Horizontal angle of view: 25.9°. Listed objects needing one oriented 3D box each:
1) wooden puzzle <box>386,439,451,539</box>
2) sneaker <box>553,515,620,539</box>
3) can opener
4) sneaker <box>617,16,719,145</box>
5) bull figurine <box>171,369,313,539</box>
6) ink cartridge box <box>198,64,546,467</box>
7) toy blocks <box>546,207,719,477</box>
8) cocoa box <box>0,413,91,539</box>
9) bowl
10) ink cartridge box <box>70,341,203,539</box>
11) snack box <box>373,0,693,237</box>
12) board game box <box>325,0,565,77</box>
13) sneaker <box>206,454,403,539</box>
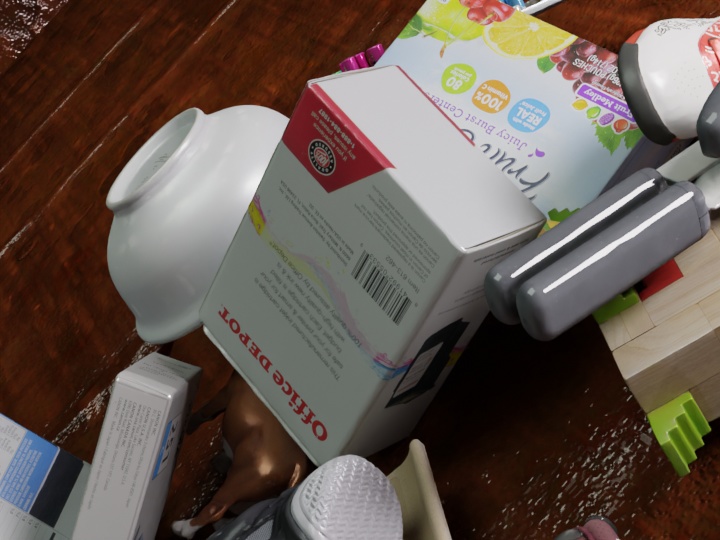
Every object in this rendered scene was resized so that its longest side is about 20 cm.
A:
[{"bbox_3d":[-0.010,0.215,0.871,0.200,0.046,0.186,-46,23,14],"label":"wooden puzzle"},{"bbox_3d":[0.130,0.143,0.712,0.199,0.076,0.116,-34,24,28],"label":"sneaker"},{"bbox_3d":[0.145,-0.043,0.784,0.199,0.067,0.053,-32,31,-21],"label":"can opener"},{"bbox_3d":[0.227,-0.124,0.873,0.107,0.068,0.201,-20,-2,36],"label":"sneaker"},{"bbox_3d":[-0.073,0.111,1.104,0.121,0.065,0.201,-42,22,20],"label":"bull figurine"},{"bbox_3d":[0.000,0.000,0.957,0.082,0.146,0.201,-20,-31,-44],"label":"ink cartridge box"},{"bbox_3d":[0.189,0.000,0.828,0.136,0.100,0.201,-30,29,10],"label":"toy blocks"},{"bbox_3d":[-0.295,0.215,1.173,0.200,0.131,0.134,-43,20,45],"label":"cocoa box"},{"bbox_3d":[-0.119,-0.052,1.127,0.201,0.090,0.202,-39,21,18],"label":"bowl"},{"bbox_3d":[-0.157,0.156,1.095,0.176,0.044,0.202,-50,-23,-80],"label":"ink cartridge box"},{"bbox_3d":[0.088,-0.079,1.020,0.199,0.068,0.169,32,77,34],"label":"snack box"},{"bbox_3d":[0.062,-0.179,1.212,0.198,0.026,0.200,-24,5,-7],"label":"board game box"},{"bbox_3d":[-0.053,0.194,0.833,0.113,0.075,0.201,-27,28,46],"label":"sneaker"}]
